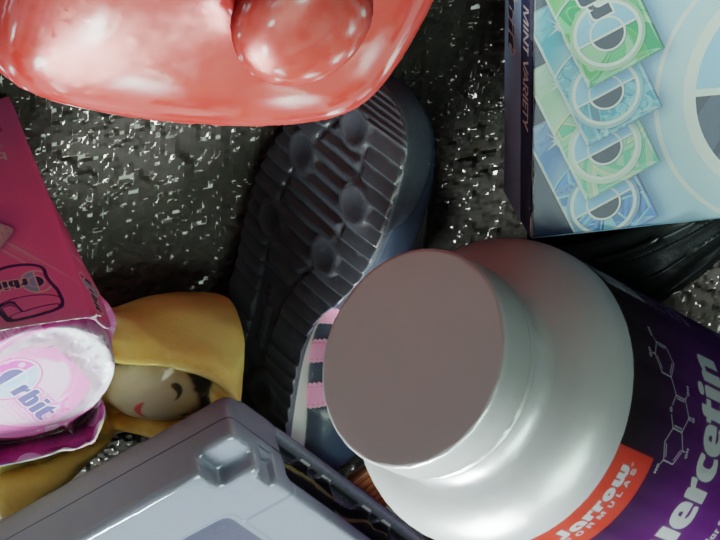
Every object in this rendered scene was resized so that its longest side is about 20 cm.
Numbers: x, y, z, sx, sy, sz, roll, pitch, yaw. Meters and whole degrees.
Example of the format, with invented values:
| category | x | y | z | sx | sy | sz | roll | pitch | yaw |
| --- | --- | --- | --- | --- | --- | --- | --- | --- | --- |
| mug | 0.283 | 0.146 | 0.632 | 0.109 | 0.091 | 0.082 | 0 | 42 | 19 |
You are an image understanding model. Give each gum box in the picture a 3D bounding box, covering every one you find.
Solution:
| category | x | y | z | sx | sy | sz | roll | pitch | yaw |
| --- | --- | --- | --- | --- | --- | --- | --- | --- | --- |
| gum box | -0.187 | 0.016 | 0.839 | 0.198 | 0.114 | 0.066 | -12 | 136 | -17 |
| gum box | 0.151 | -0.106 | 0.890 | 0.198 | 0.045 | 0.171 | -7 | 118 | -10 |

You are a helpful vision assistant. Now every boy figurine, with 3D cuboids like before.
| category | x | y | z | sx | sy | sz | roll | pitch | yaw |
| --- | --- | --- | --- | --- | --- | --- | --- | --- | --- |
| boy figurine | -0.138 | 0.057 | 0.944 | 0.198 | 0.065 | 0.125 | -12 | 134 | -11 |

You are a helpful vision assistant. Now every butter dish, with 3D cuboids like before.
| category | x | y | z | sx | sy | sz | roll | pitch | yaw |
| --- | --- | --- | --- | --- | --- | --- | --- | --- | --- |
| butter dish | -0.039 | -0.114 | 0.763 | 0.199 | 0.148 | 0.200 | 2 | 131 | -29 |

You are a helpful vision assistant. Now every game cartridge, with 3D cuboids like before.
| category | x | y | z | sx | sy | sz | roll | pitch | yaw |
| --- | --- | --- | --- | --- | --- | --- | --- | --- | --- |
| game cartridge | -0.054 | 0.124 | 0.989 | 0.133 | 0.041 | 0.200 | -32 | 142 | 13 |

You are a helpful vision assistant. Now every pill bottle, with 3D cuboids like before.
| category | x | y | z | sx | sy | sz | roll | pitch | yaw |
| --- | --- | --- | --- | --- | --- | --- | --- | --- | --- |
| pill bottle | 0.074 | 0.056 | 0.932 | 0.112 | 0.113 | 0.200 | -43 | 144 | 17 |

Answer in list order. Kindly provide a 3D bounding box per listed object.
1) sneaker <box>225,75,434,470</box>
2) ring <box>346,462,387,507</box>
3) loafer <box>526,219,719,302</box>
| category | x | y | z | sx | sy | sz | roll | pitch | yaw |
| --- | --- | --- | --- | --- | --- | --- | --- | --- | --- |
| sneaker | 0.000 | 0.000 | 0.966 | 0.082 | 0.070 | 0.201 | -16 | 144 | -35 |
| ring | 0.042 | 0.103 | 1.088 | 0.199 | 0.019 | 0.201 | -23 | 149 | -15 |
| loafer | 0.148 | -0.058 | 0.971 | 0.200 | 0.068 | 0.070 | -42 | 145 | 20 |
